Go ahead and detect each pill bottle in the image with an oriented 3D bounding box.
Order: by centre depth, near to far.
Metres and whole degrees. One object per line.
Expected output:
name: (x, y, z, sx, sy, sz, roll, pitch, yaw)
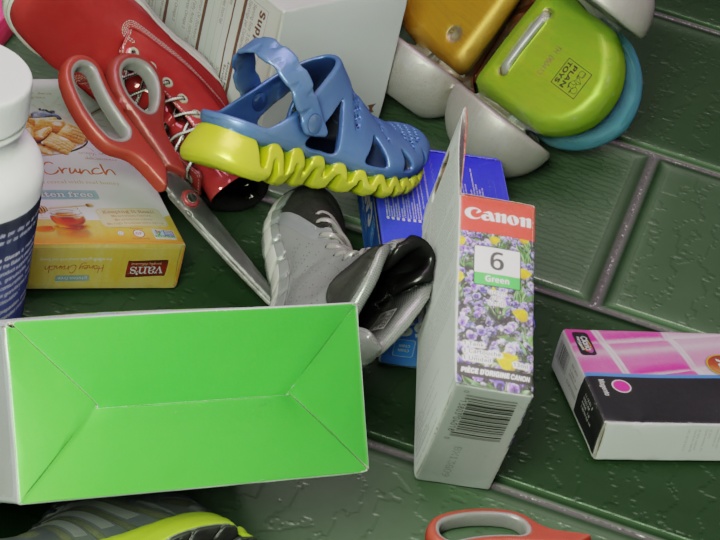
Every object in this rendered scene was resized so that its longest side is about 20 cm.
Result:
pill bottle: (-0.238, -0.028, 1.529, 0.111, 0.200, 0.111, 10, 33, -6)

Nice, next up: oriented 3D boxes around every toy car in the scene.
toy car: (0.121, -0.157, 1.923, 0.200, 0.175, 0.150, 40, 5, 36)

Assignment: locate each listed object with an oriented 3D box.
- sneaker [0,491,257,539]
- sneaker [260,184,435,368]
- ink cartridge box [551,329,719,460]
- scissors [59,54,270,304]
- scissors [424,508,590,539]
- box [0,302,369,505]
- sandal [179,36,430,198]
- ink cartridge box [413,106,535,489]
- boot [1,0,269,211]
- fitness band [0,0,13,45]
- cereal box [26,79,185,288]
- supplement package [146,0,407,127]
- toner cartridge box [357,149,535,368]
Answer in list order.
sneaker: (-0.157, 0.158, 1.414, 0.200, 0.074, 0.081, -5, 23, -31)
sneaker: (0.000, 0.000, 1.641, 0.075, 0.115, 0.200, 42, 30, -28)
ink cartridge box: (0.227, 0.079, 1.691, 0.200, 0.037, 0.095, 4, 34, -18)
scissors: (-0.120, -0.050, 1.677, 0.073, 0.014, 0.200, -21, 79, -44)
scissors: (0.135, 0.157, 1.557, 0.200, 0.014, 0.073, -4, 35, -23)
box: (-0.125, 0.068, 1.438, 0.200, 0.097, 0.176, -3, -3, -29)
sandal: (-0.024, -0.095, 1.704, 0.079, 0.087, 0.200, 18, 8, 37)
ink cartridge box: (0.068, 0.015, 1.601, 0.050, 0.109, 0.200, 9, 54, -8)
boot: (-0.139, -0.115, 1.750, 0.200, 0.072, 0.144, 33, 18, -44)
fitness band: (-0.307, -0.205, 1.923, 0.143, 0.037, 0.200, 17, 34, 5)
cereal box: (-0.210, -0.058, 1.732, 0.144, 0.040, 0.200, -1, 36, -25)
supplement package: (-0.078, -0.190, 1.907, 0.117, 0.118, 0.200, -15, 43, -38)
toner cartridge box: (0.053, -0.009, 1.751, 0.095, 0.043, 0.200, 6, 33, -8)
